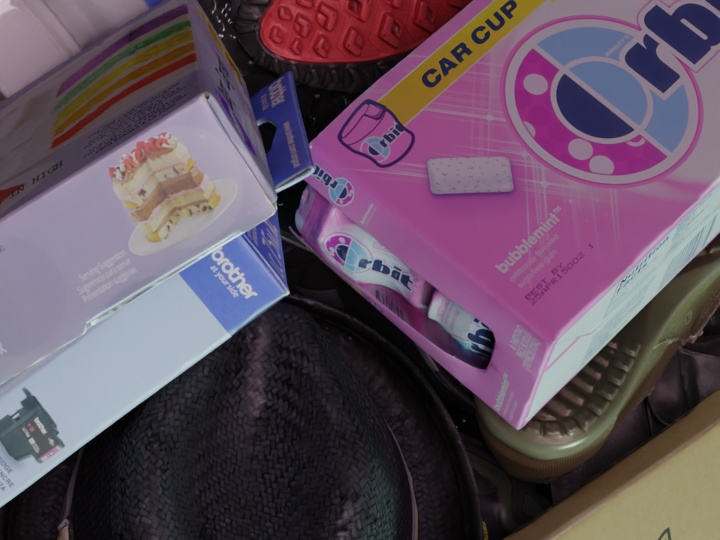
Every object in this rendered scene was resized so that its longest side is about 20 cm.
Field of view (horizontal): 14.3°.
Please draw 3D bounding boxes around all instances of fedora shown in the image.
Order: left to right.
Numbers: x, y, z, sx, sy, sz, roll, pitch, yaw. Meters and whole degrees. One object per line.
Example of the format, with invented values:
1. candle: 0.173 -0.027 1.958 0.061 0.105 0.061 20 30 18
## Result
1. fedora: -0.040 0.084 1.019 0.200 0.092 0.201 3 65 -6

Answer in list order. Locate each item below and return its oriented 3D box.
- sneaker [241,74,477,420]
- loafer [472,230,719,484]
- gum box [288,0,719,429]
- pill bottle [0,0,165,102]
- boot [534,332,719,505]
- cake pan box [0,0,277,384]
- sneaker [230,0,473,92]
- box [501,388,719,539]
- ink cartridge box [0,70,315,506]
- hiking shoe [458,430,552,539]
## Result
1. sneaker: 0.000 0.000 1.140 0.200 0.087 0.076 39 59 -16
2. loafer: 0.099 0.004 1.104 0.076 0.068 0.200 36 58 10
3. gum box: 0.076 -0.046 1.049 0.113 0.066 0.200 40 61 15
4. pill bottle: -0.088 -0.155 1.094 0.114 0.114 0.200 45 82 -11
5. boot: 0.156 0.102 1.192 0.173 0.069 0.201 -12 90 -8
6. cake pan box: -0.126 -0.010 0.971 0.200 0.184 0.052 -31 104 5
7. sneaker: 0.026 -0.134 1.132 0.200 0.095 0.080 -33 114 -22
8. box: 0.108 0.146 1.086 0.200 0.021 0.164 -31 122 -34
9. ink cartridge box: -0.090 0.016 1.013 0.200 0.119 0.042 -39 107 8
10. hiking shoe: 0.044 0.147 1.138 0.200 0.076 0.101 50 53 -10
